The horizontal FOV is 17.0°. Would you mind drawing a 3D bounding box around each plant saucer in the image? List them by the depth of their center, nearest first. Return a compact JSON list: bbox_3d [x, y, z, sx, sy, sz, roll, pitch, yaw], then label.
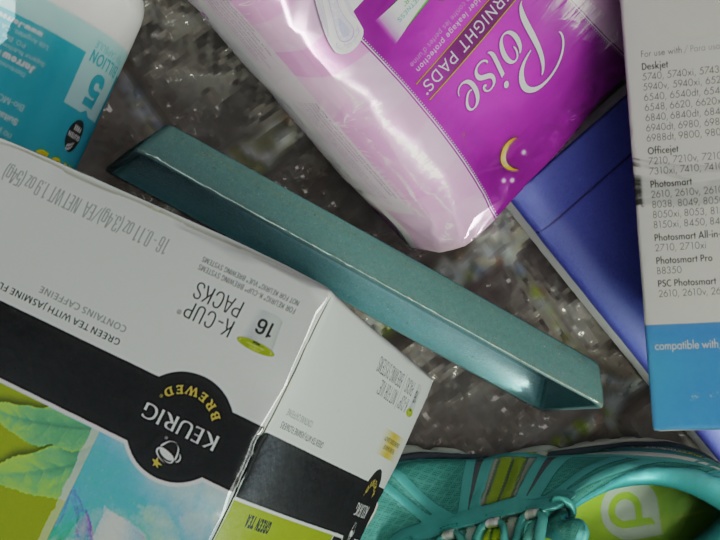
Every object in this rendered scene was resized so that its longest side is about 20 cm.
[{"bbox_3d":[0.000,0.000,0.912,0.200,0.070,0.019,30,79,-12],"label":"plant saucer"}]

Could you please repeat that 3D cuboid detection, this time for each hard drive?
[{"bbox_3d":[0.167,0.005,0.973,0.132,0.025,0.200,-41,99,-10],"label":"hard drive"}]

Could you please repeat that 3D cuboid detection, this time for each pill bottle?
[{"bbox_3d":[-0.163,-0.031,0.853,0.111,0.111,0.200,25,86,-12],"label":"pill bottle"}]

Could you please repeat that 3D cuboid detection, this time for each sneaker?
[{"bbox_3d":[0.055,0.101,0.921,0.200,0.080,0.078,-12,94,-12],"label":"sneaker"}]

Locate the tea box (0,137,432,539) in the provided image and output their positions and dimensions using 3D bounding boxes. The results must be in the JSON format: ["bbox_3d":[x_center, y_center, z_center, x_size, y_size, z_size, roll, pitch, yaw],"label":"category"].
[{"bbox_3d":[-0.087,0.084,0.809,0.133,0.200,0.197,23,84,14],"label":"tea box"}]

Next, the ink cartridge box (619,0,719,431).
[{"bbox_3d":[0.152,-0.047,0.891,0.068,0.116,0.200,-4,92,30],"label":"ink cartridge box"}]

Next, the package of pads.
[{"bbox_3d":[0.005,-0.113,0.868,0.121,0.076,0.200,-48,123,-9],"label":"package of pads"}]
